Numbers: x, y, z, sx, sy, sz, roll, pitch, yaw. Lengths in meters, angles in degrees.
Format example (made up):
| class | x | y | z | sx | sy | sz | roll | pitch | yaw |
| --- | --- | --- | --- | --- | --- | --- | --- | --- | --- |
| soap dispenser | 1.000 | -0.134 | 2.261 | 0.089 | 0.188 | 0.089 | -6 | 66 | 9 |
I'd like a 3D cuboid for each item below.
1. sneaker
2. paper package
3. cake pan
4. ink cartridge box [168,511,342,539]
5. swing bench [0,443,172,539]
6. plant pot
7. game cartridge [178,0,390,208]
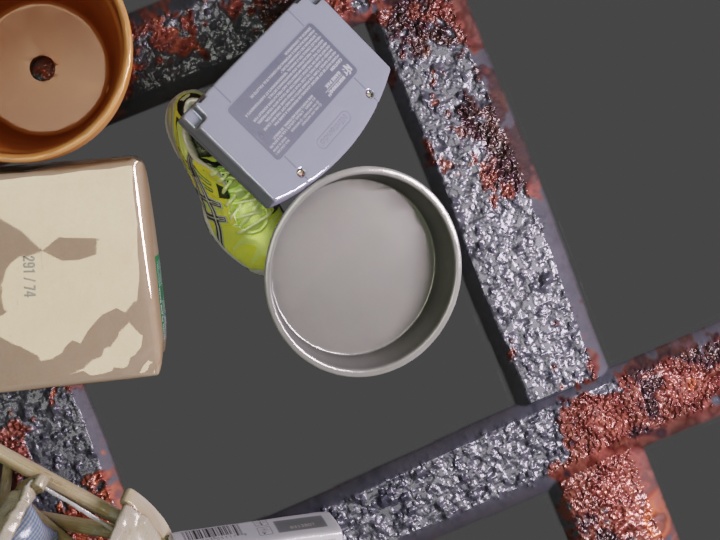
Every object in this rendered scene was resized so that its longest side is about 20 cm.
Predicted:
| class | x | y | z | sx | sy | sz | roll | pitch | yaw |
| --- | --- | --- | --- | --- | --- | --- | --- | --- | --- |
| sneaker | -0.127 | -0.079 | 1.124 | 0.075 | 0.076 | 0.201 | -34 | 94 | -5 |
| paper package | -0.280 | 0.000 | 1.086 | 0.188 | 0.103 | 0.202 | -5 | 98 | -4 |
| cake pan | 0.000 | 0.000 | 1.131 | 0.198 | 0.037 | 0.203 | -3 | 100 | -18 |
| ink cartridge box | -0.102 | 0.339 | 1.134 | 0.161 | 0.057 | 0.202 | -4 | 112 | -22 |
| swing bench | -0.281 | 0.290 | 1.042 | 0.198 | 0.130 | 0.200 | 20 | 46 | -3 |
| plant pot | -0.300 | -0.195 | 1.076 | 0.198 | 0.140 | 0.202 | 0 | 91 | -4 |
| game cartridge | -0.062 | -0.157 | 1.108 | 0.133 | 0.040 | 0.200 | 43 | 61 | -6 |
